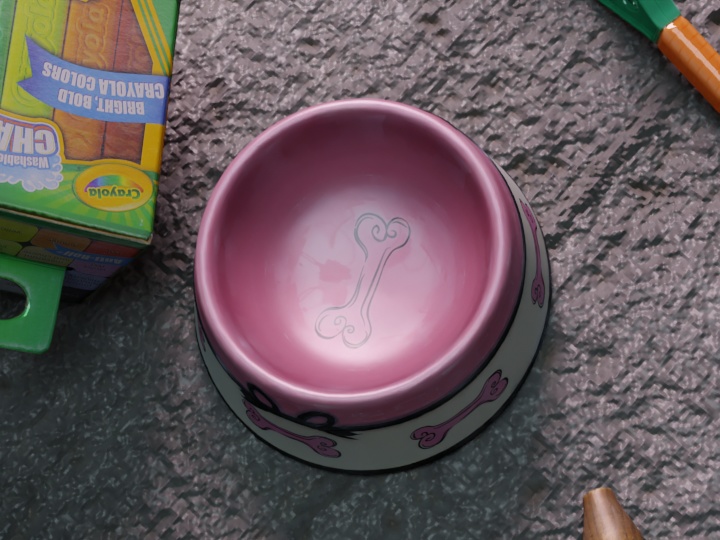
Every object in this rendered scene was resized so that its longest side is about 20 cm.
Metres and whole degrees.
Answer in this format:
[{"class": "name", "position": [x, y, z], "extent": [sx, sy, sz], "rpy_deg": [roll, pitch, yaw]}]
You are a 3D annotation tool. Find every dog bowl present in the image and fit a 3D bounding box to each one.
[{"class": "dog bowl", "position": [0.000, 0.000, 0.859], "extent": [0.197, 0.074, 0.203], "rpy_deg": [-3, 71, 9]}]

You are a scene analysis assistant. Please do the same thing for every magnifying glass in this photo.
[{"class": "magnifying glass", "position": [0.154, -0.147, 0.889], "extent": [0.022, 0.080, 0.201], "rpy_deg": [-37, 79, -8]}]

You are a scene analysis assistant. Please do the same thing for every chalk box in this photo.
[{"class": "chalk box", "position": [-0.179, -0.060, 0.863], "extent": [0.123, 0.124, 0.202], "rpy_deg": [12, 68, -25]}]

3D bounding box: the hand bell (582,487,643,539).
[{"class": "hand bell", "position": [0.138, 0.195, 0.770], "extent": [0.103, 0.104, 0.202], "rpy_deg": [-18, 57, 4]}]
